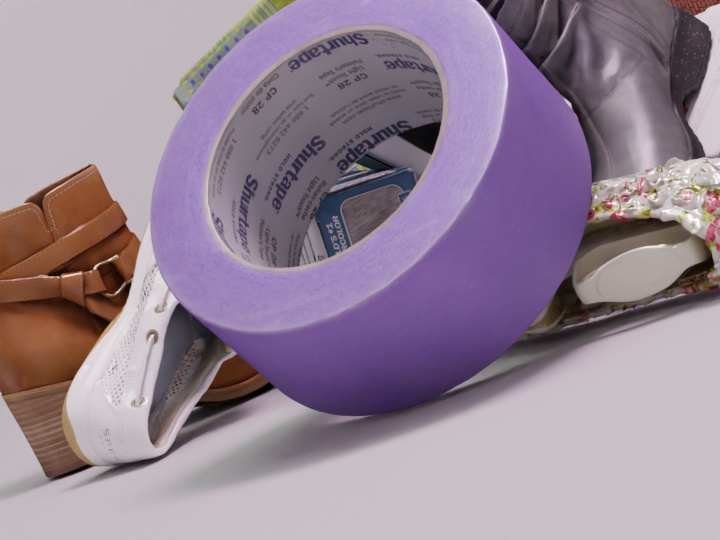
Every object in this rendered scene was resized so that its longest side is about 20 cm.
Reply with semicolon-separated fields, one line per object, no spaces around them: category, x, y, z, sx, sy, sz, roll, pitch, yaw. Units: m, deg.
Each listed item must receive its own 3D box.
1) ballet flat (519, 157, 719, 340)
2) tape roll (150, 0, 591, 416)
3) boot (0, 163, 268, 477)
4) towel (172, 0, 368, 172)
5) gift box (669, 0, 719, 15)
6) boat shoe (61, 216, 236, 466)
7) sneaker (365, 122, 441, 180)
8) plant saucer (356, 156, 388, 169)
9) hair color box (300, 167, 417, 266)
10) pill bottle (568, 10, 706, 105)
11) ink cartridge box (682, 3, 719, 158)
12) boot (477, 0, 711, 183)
ballet flat;0.103;-0.004;1.354;0.200;0.076;0.064;-22;23;36
tape roll;0.004;-0.038;1.353;0.200;0.200;0.085;-19;-39;25
boot;-0.125;0.011;1.615;0.200;0.155;0.074;-24;5;-32
towel;-0.020;-0.081;1.680;0.144;0.200;0.023;-43;-24;22
gift box;0.297;-0.181;1.867;0.200;0.185;0.187;-15;15;36
boat shoe;-0.088;0.022;1.545;0.069;0.071;0.200;2;58;39
sneaker;0.073;-0.087;1.527;0.112;0.200;0.073;-61;16;0
plant saucer;0.051;-0.067;1.604;0.019;0.200;0.070;120;167;-45
hair color box;0.000;0.000;1.538;0.060;0.100;0.200;-19;5;-8
pill bottle;0.184;-0.090;1.723;0.200;0.106;0.106;-24;6;-34
ink cartridge box;0.233;-0.088;1.437;0.200;0.067;0.117;-12;46;62
boot;0.107;-0.095;1.439;0.070;0.132;0.200;-41;25;33
